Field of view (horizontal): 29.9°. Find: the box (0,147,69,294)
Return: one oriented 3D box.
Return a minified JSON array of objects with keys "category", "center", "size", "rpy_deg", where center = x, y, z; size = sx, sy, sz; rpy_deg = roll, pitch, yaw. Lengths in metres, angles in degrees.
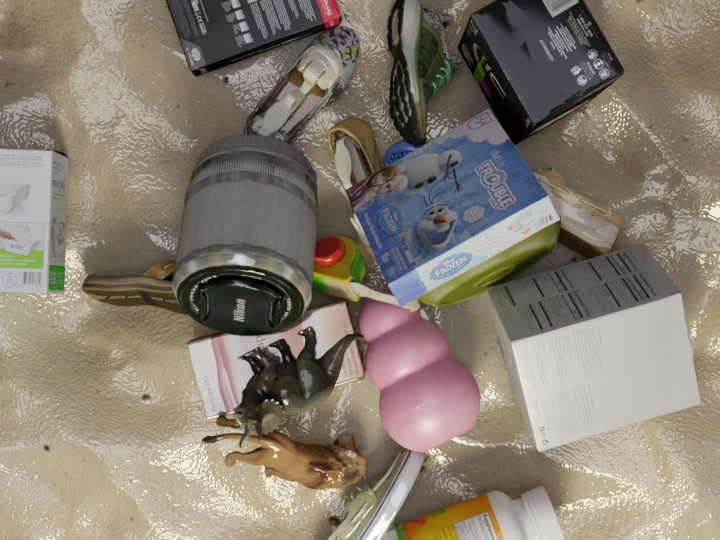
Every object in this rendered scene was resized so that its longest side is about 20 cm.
[{"category":"box","center":[-0.466,-0.061,1.647],"size":[0.199,0.097,0.177],"rpy_deg":[1,88,1]}]

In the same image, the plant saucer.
[{"category":"plant saucer","center":[0.152,-0.005,1.588],"size":[0.200,0.200,0.031],"rpy_deg":[-26,78,0]}]

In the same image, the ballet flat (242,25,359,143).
[{"category":"ballet flat","center":[-0.071,-0.220,1.661],"size":[0.072,0.072,0.200],"rpy_deg":[40,89,1]}]

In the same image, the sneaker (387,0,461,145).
[{"category":"sneaker","center":[0.085,-0.245,1.643],"size":[0.088,0.077,0.201],"rpy_deg":[5,70,-15]}]

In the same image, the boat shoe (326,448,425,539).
[{"category":"boat shoe","center":[0.009,0.296,1.651],"size":[0.062,0.072,0.200],"rpy_deg":[32,91,6]}]

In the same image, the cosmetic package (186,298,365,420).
[{"category":"cosmetic package","center":[-0.101,0.107,1.646],"size":[0.199,0.087,0.104],"rpy_deg":[-16,90,0]}]

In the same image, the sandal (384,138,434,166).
[{"category":"sandal","center":[0.107,-0.083,1.639],"size":[0.200,0.080,0.087],"rpy_deg":[40,47,4]}]

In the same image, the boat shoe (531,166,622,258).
[{"category":"boat shoe","center":[0.230,-0.090,1.660],"size":[0.200,0.074,0.069],"rpy_deg":[33,76,2]}]

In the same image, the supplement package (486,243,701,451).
[{"category":"supplement package","center":[0.272,0.088,1.590],"size":[0.199,0.151,0.152],"rpy_deg":[-16,115,0]}]

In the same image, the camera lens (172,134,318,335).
[{"category":"camera lens","center":[-0.132,-0.037,1.578],"size":[0.159,0.160,0.201],"rpy_deg":[3,56,1]}]

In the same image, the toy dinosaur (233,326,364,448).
[{"category":"toy dinosaur","center":[-0.081,0.129,1.572],"size":[0.200,0.077,0.103],"rpy_deg":[-20,85,-32]}]

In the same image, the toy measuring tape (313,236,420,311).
[{"category":"toy measuring tape","center":[0.000,0.000,1.629],"size":[0.200,0.073,0.074],"rpy_deg":[13,89,37]}]

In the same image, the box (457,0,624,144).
[{"category":"box","center":[0.207,-0.249,1.592],"size":[0.124,0.200,0.149],"rpy_deg":[-30,89,-1]}]

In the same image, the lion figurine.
[{"category":"lion figurine","center":[-0.086,0.221,1.611],"size":[0.122,0.200,0.073],"rpy_deg":[5,83,34]}]

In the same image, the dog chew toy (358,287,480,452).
[{"category":"dog chew toy","center":[0.062,0.115,1.633],"size":[0.124,0.125,0.200],"rpy_deg":[-26,80,0]}]

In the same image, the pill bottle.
[{"category":"pill bottle","center":[0.141,0.332,1.628],"size":[0.199,0.111,0.111],"rpy_deg":[-20,89,0]}]

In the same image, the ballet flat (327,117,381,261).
[{"category":"ballet flat","center":[0.003,-0.089,1.657],"size":[0.069,0.063,0.201],"rpy_deg":[-22,85,34]}]

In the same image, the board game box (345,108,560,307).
[{"category":"board game box","center":[0.098,-0.075,1.529],"size":[0.199,0.200,0.043],"rpy_deg":[-29,128,3]}]

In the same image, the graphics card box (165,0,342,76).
[{"category":"graphics card box","center":[-0.136,-0.333,1.672],"size":[0.199,0.051,0.126],"rpy_deg":[-21,89,-1]}]

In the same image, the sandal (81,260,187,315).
[{"category":"sandal","center":[-0.242,0.015,1.663],"size":[0.199,0.080,0.054],"rpy_deg":[5,68,5]}]
